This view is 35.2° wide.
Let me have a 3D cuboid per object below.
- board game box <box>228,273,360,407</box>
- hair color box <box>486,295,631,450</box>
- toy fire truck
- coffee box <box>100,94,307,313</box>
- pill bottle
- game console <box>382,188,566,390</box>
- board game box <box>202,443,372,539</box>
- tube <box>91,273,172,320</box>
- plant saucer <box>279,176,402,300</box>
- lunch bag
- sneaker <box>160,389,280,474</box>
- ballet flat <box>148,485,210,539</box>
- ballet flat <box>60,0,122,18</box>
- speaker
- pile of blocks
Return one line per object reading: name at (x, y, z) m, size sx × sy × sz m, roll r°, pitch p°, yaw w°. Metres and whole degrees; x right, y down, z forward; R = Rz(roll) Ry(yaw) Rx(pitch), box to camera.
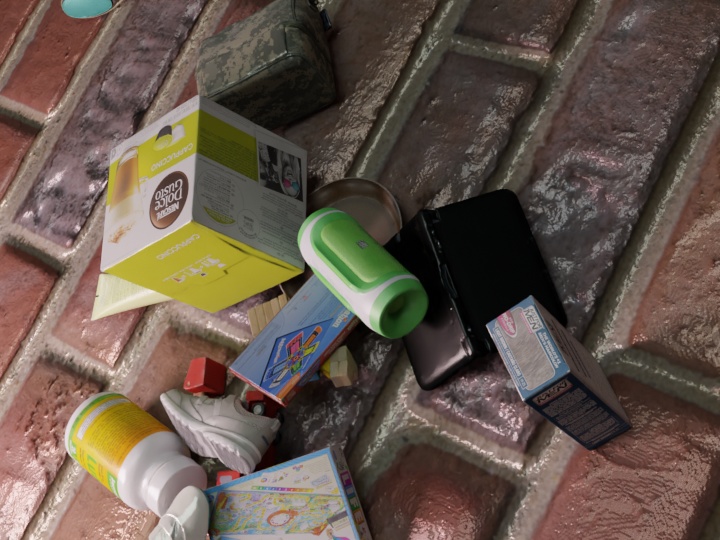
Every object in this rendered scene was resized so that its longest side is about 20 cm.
board game box at (-0.068, 0.076, 1.456) m, size 0.103 × 0.019 × 0.200 m, roll 25°, pitch 65°, yaw 39°
hair color box at (0.215, 0.114, 1.220) m, size 0.060 × 0.200 × 0.100 m, roll -33°, pitch 53°, yaw 14°
toy fire truck at (-0.175, 0.213, 1.512) m, size 0.140 × 0.049 × 0.201 m, roll -8°, pitch 64°, yaw 29°
coffee box at (-0.212, -0.083, 1.560) m, size 0.199 × 0.200 × 0.199 m, roll -24°, pitch 55°, yaw 38°
pill bottle at (-0.300, 0.253, 1.530) m, size 0.200 × 0.111 × 0.111 m, roll 27°, pitch 83°, yaw 38°
game console at (0.132, 0.024, 1.413) m, size 0.176 × 0.116 × 0.201 m, roll -44°, pitch 57°, yaw 45°
board game box at (-0.095, 0.307, 1.392) m, size 0.199 × 0.034 × 0.135 m, roll -21°, pitch 82°, yaw 21°
tube at (-0.326, 0.025, 1.704) m, size 0.199 × 0.052 × 0.058 m, roll -11°, pitch 20°, yaw 31°
plant saucer at (-0.025, -0.031, 1.549) m, size 0.199 × 0.032 × 0.201 m, roll -15°, pitch 60°, yaw 26°
lunch bag at (-0.141, -0.314, 1.691) m, size 0.199 × 0.139 × 0.168 m, roll -23°, pitch 58°, yaw 20°
sneaker at (-0.180, 0.196, 1.462) m, size 0.200 × 0.075 × 0.082 m, roll 21°, pitch 53°, yaw 41°
ballet flat at (-0.244, 0.358, 1.423) m, size 0.069 × 0.069 × 0.201 m, roll 48°, pitch 125°, yaw 38°
ballet flat at (-0.445, -0.508, 2.032) m, size 0.199 × 0.069 × 0.070 m, roll -14°, pitch 60°, yaw 24°
speaker at (0.000, 0.000, 1.421) m, size 0.089 × 0.088 × 0.200 m, roll -48°, pitch 47°, yaw 3°
pile of blocks at (-0.075, 0.111, 1.487) m, size 0.082 × 0.062 × 0.200 m, roll -41°, pitch 46°, yaw -13°
